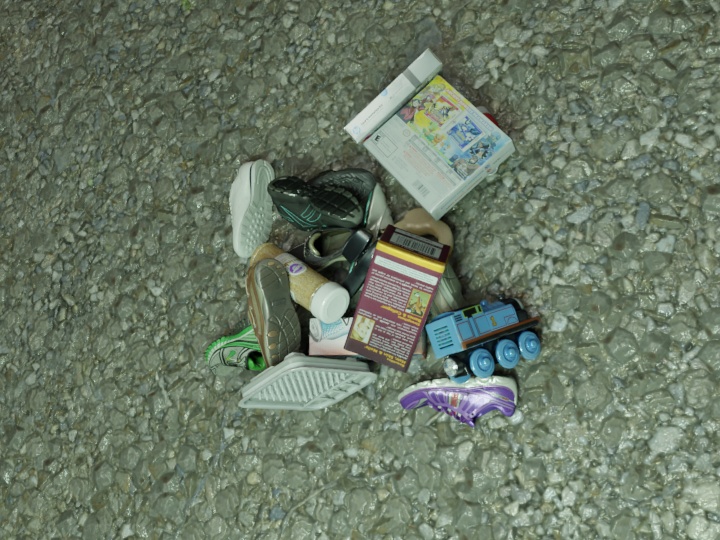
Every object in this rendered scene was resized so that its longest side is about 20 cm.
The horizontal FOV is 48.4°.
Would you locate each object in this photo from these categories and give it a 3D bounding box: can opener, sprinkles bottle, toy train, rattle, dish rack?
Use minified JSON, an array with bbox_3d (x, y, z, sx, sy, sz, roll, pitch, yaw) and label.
[{"bbox_3d":[0.000,0.000,1.367,0.079,0.200,0.063,46,53,13],"label":"can opener"},{"bbox_3d":[-0.109,0.019,1.402,0.200,0.068,0.068,31,90,36],"label":"sprinkles bottle"},{"bbox_3d":[0.200,0.103,1.260,0.087,0.200,0.115,-25,81,54],"label":"toy train"},{"bbox_3d":[0.118,-0.040,1.427,0.130,0.143,0.200,-12,36,26],"label":"rattle"},{"bbox_3d":[-0.090,0.184,1.341,0.171,0.200,0.044,-34,59,36],"label":"dish rack"}]

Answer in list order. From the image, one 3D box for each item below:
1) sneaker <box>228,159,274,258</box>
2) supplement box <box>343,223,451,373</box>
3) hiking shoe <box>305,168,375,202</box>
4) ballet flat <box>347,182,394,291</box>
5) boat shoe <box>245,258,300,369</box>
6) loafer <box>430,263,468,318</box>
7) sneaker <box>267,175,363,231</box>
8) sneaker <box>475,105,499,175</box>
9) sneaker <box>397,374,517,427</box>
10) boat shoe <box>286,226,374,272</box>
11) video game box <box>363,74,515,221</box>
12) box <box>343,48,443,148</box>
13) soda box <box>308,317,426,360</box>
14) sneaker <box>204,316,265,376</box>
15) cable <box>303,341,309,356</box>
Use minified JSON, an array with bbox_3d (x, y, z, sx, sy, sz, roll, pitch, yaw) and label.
[{"bbox_3d":[-0.223,-0.119,1.581,0.080,0.076,0.201,-4,69,35],"label":"sneaker"},{"bbox_3d":[0.058,0.045,1.260,0.110,0.086,0.201,20,116,6],"label":"supplement box"},{"bbox_3d":[-0.051,-0.160,1.480,0.200,0.076,0.101,-13,33,35],"label":"hiking shoe"},{"bbox_3d":[0.029,-0.057,1.456,0.069,0.069,0.201,12,85,26],"label":"ballet flat"},{"bbox_3d":[-0.154,0.080,1.372,0.072,0.076,0.201,-6,91,50],"label":"boat shoe"},{"bbox_3d":[0.149,0.077,1.328,0.063,0.072,0.200,-18,103,30],"label":"loafer"},{"bbox_3d":[-0.076,-0.108,1.416,0.200,0.079,0.075,23,45,32],"label":"sneaker"},{"bbox_3d":[0.168,-0.195,1.421,0.200,0.071,0.113,-36,61,8],"label":"sneaker"},{"bbox_3d":[0.156,0.215,1.311,0.199,0.081,0.084,-7,79,22],"label":"sneaker"},{"bbox_3d":[-0.069,-0.042,1.437,0.200,0.065,0.072,-12,64,36],"label":"boat shoe"},{"bbox_3d":[0.132,-0.213,1.377,0.182,0.047,0.200,-43,61,4],"label":"video game box"},{"bbox_3d":[0.063,-0.305,1.451,0.200,0.156,0.041,-44,89,8],"label":"box"},{"bbox_3d":[0.014,0.118,1.385,0.199,0.064,0.069,-2,75,10],"label":"soda box"},{"bbox_3d":[-0.218,0.153,1.462,0.200,0.078,0.085,-38,65,44],"label":"sneaker"},{"bbox_3d":[-0.113,0.106,1.480,0.163,0.051,0.201,-14,67,15],"label":"cable"}]
